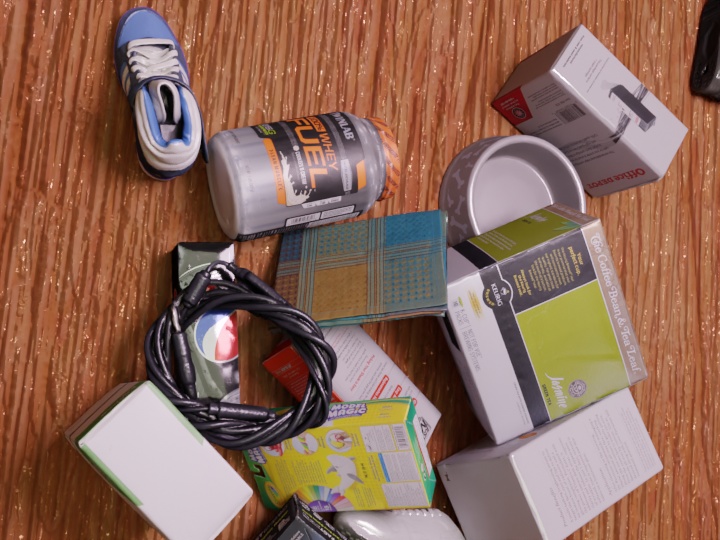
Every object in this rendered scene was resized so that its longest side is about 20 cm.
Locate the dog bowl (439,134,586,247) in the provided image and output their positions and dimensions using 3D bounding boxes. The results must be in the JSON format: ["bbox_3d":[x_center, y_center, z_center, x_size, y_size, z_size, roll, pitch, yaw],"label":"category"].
[{"bbox_3d":[0.202,-0.081,1.054,0.198,0.059,0.202,2,83,-21],"label":"dog bowl"}]

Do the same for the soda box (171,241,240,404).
[{"bbox_3d":[-0.169,0.072,0.890,0.063,0.071,0.202,-1,85,-20],"label":"soda box"}]

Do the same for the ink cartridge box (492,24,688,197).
[{"bbox_3d":[0.293,-0.197,1.053,0.200,0.144,0.084,40,73,-13],"label":"ink cartridge box"}]

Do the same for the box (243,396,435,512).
[{"bbox_3d":[-0.028,0.202,0.884,0.198,0.048,0.118,-8,114,18],"label":"box"}]

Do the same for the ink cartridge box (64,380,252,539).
[{"bbox_3d":[-0.204,0.186,0.799,0.084,0.200,0.146,-45,101,-22],"label":"ink cartridge box"}]

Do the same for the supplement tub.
[{"bbox_3d":[-0.064,-0.110,0.922,0.199,0.122,0.124,-14,90,-22],"label":"supplement tub"}]

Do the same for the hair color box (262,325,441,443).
[{"bbox_3d":[-0.006,0.136,0.932,0.200,0.061,0.102,48,43,-10],"label":"hair color box"}]

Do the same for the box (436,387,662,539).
[{"bbox_3d":[0.219,0.230,0.958,0.199,0.152,0.107,-21,85,-31],"label":"box"}]

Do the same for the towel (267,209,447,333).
[{"bbox_3d":[0.000,0.000,0.900,0.198,0.022,0.147,-8,48,15],"label":"towel"}]

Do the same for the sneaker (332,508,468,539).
[{"bbox_3d":[0.056,0.310,0.960,0.199,0.076,0.081,32,66,-22],"label":"sneaker"}]

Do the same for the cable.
[{"bbox_3d":[-0.119,0.098,0.826,0.200,0.051,0.163,41,77,0],"label":"cable"}]

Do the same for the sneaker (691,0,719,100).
[{"bbox_3d":[0.564,-0.341,1.210,0.113,0.076,0.201,15,83,-20],"label":"sneaker"}]

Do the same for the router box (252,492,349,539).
[{"bbox_3d":[-0.079,0.365,0.873,0.150,0.062,0.200,41,89,-11],"label":"router box"}]

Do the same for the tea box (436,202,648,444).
[{"bbox_3d":[0.197,0.056,0.956,0.195,0.134,0.201,-22,105,-2],"label":"tea box"}]

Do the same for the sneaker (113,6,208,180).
[{"bbox_3d":[-0.208,-0.200,0.862,0.080,0.146,0.202,-7,88,-21],"label":"sneaker"}]
